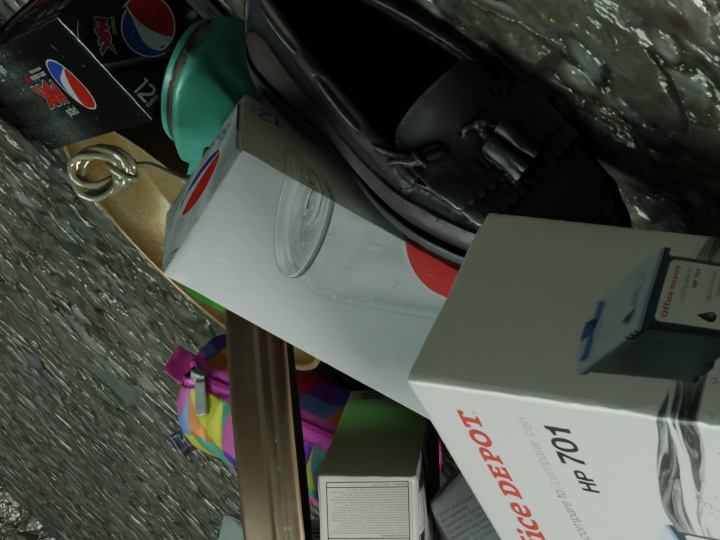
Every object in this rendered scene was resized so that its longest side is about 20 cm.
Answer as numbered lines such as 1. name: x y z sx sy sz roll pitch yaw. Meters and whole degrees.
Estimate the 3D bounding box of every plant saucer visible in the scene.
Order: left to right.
1. plant saucer: -0.087 -0.025 1.336 0.200 0.035 0.200 39 163 14
2. plant saucer: -0.040 0.089 1.074 0.200 0.029 0.201 175 90 -88

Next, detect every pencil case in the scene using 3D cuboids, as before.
1. pencil case: -0.038 0.099 1.447 0.200 0.088 0.088 19 151 50

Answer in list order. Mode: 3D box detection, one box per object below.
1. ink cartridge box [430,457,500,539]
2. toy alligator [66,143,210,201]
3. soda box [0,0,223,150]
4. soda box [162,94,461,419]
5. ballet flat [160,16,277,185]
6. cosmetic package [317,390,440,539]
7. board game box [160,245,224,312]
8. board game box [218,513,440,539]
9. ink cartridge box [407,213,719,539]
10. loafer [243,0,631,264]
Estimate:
1. ink cartridge box: 0.076 0.166 1.188 0.200 0.043 0.196 59 176 17
2. toy alligator: -0.028 -0.038 1.049 0.199 0.059 0.054 7 -168 5
3. soda box: -0.134 -0.111 1.184 0.071 0.063 0.200 47 164 -14
4. soda box: 0.018 0.009 0.993 0.200 0.068 0.063 30 -159 -15
5. ballet flat: -0.049 -0.062 1.119 0.070 0.067 0.200 31 167 8
6. cosmetic package: 0.012 0.119 1.174 0.050 0.083 0.200 1 -171 4
7. board game box: -0.003 0.030 1.190 0.200 0.030 0.096 21 167 11
8. board game box: 0.030 0.195 1.372 0.147 0.064 0.200 17 -177 42
9. ink cartridge box: 0.138 0.062 0.849 0.200 0.086 0.147 5 144 32
10. loafer: 0.022 -0.064 0.935 0.200 0.072 0.063 36 158 32
